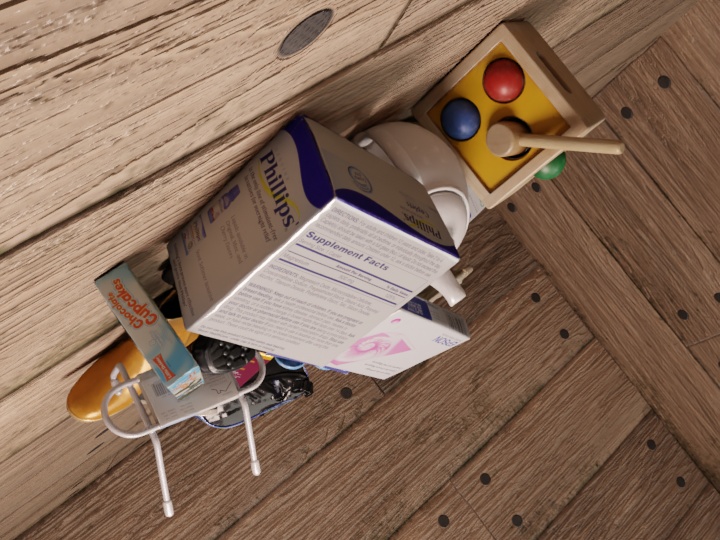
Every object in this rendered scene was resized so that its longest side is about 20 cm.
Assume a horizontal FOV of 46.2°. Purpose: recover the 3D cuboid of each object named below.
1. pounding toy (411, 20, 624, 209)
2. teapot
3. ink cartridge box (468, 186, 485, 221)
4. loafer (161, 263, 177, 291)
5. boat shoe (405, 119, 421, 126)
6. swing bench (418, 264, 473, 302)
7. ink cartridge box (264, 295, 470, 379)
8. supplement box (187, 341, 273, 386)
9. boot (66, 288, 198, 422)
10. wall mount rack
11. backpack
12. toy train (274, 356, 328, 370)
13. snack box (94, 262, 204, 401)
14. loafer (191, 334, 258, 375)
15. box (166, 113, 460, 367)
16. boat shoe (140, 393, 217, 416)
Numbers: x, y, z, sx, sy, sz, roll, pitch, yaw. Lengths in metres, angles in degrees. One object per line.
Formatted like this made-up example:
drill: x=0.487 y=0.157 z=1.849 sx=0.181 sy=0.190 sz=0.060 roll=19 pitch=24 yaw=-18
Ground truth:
pounding toy: x=0.192 y=-0.175 z=1.000 sx=0.184 sy=0.200 sz=0.142 roll=-41 pitch=175 yaw=32
teapot: x=0.053 y=-0.065 z=0.961 sx=0.199 sy=0.146 sz=0.198 roll=0 pitch=122 yaw=-40
ink cartridge box: x=0.088 y=-0.075 z=1.135 sx=0.200 sy=0.100 sz=0.039 roll=-43 pitch=-149 yaw=-26
loafer: x=-0.148 y=0.006 z=0.944 sx=0.073 sy=0.071 sz=0.200 roll=-39 pitch=176 yaw=22
boat shoe: x=0.088 y=-0.169 z=1.118 sx=0.200 sy=0.065 sz=0.071 roll=-34 pitch=175 yaw=-47
swing bench: x=0.043 y=-0.011 z=1.417 sx=0.199 sy=0.200 sz=0.130 roll=-36 pitch=-175 yaw=-24
ink cartridge box: x=0.014 y=0.097 z=1.085 sx=0.200 sy=0.043 sz=0.196 roll=-30 pitch=153 yaw=23
supplement box: x=-0.191 y=0.097 z=1.156 sx=0.200 sy=0.085 sz=0.111 roll=-43 pitch=-142 yaw=49
boot: x=-0.261 y=0.090 z=1.015 sx=0.201 sy=0.071 sz=0.144 roll=-39 pitch=172 yaw=-39
wall mount rack: x=-0.192 y=0.168 z=0.960 sx=0.200 sy=0.174 sz=0.075 roll=-19 pitch=163 yaw=-34
backpack: x=-0.213 y=0.166 z=1.434 sx=0.200 sy=0.184 sz=0.147 roll=-26 pitch=-168 yaw=-25
toy train: x=-0.053 y=0.078 z=1.205 sx=0.199 sy=0.114 sz=0.087 roll=2 pitch=133 yaw=-27
snack box: x=-0.203 y=0.068 z=0.836 sx=0.037 sy=0.116 sz=0.200 roll=-36 pitch=175 yaw=-14
loafer: x=-0.146 y=0.062 z=0.973 sx=0.070 sy=0.068 sz=0.201 roll=-9 pitch=-159 yaw=21
box: x=-0.046 y=-0.017 z=0.797 sx=0.200 sy=0.105 sz=0.184 roll=-39 pitch=143 yaw=25
boat shoe: x=-0.271 y=0.149 z=1.115 sx=0.199 sy=0.057 sz=0.067 roll=6 pitch=179 yaw=22
